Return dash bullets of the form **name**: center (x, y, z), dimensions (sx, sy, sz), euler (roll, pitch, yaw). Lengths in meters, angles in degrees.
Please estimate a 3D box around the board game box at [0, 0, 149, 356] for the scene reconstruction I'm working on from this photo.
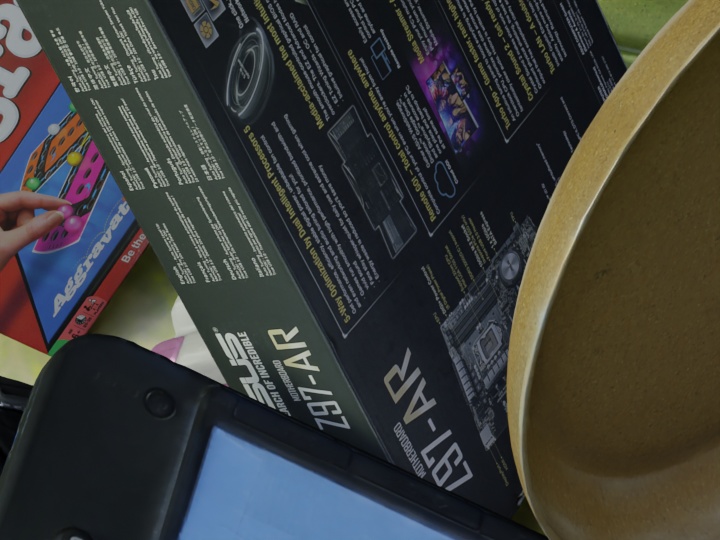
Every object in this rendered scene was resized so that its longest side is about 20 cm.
- **board game box**: center (-0.075, -0.073, 0.815), dimensions (0.200, 0.103, 0.019), euler (-54, 31, 16)

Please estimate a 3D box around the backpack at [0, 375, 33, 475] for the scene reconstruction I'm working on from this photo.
- **backpack**: center (-0.097, 0.143, 0.741), dimensions (0.200, 0.183, 0.147), euler (39, 103, 18)

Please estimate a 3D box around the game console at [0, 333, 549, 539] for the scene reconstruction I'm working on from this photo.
- **game console**: center (0.014, 0.095, 0.626), dimensions (0.199, 0.118, 0.171), euler (26, 51, -13)

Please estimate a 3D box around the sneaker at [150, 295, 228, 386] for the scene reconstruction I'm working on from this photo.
- **sneaker**: center (0.000, 0.000, 0.830), dimensions (0.080, 0.088, 0.201), euler (-14, 48, 48)

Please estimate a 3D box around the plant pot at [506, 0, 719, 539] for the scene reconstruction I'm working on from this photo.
- **plant pot**: center (0.106, -0.014, 0.698), dimensions (0.200, 0.200, 0.027), euler (-45, 55, -9)

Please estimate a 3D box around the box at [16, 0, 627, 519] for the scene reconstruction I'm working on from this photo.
- **box**: center (0.008, -0.040, 0.756), dimensions (0.043, 0.201, 0.160), euler (-5, 33, 40)

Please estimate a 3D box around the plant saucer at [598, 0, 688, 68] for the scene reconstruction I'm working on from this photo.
- **plant saucer**: center (0.101, -0.129, 0.883), dimensions (0.199, 0.031, 0.201), euler (-3, 70, 8)
